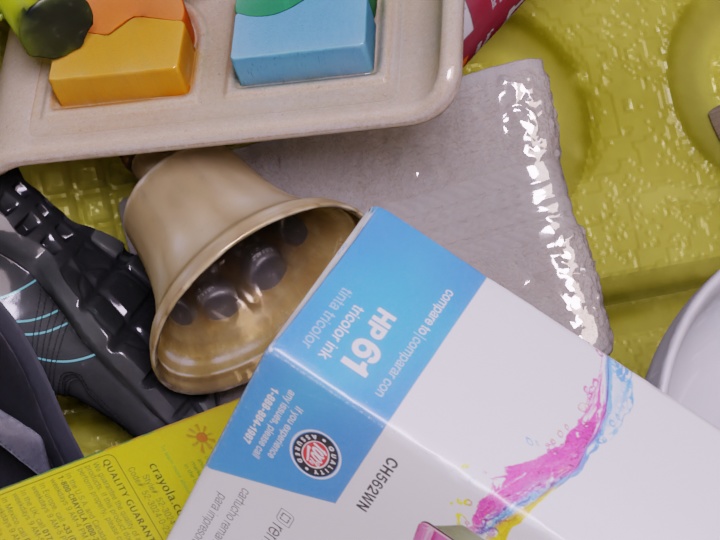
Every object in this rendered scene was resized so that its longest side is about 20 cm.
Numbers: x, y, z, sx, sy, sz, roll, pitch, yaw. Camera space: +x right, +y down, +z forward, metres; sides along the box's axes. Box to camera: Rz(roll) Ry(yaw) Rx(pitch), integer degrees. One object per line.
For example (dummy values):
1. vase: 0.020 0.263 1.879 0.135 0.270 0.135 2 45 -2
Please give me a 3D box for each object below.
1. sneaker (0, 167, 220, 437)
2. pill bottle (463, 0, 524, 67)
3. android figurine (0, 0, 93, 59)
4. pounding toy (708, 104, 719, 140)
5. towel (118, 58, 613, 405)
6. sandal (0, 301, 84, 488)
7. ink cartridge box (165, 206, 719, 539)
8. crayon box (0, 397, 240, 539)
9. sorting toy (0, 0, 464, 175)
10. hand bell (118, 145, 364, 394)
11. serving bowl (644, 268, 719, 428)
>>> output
1. sneaker: -0.143 0.009 0.858 0.200 0.075 0.079 45 112 -6
2. pill bottle: 0.041 -0.168 0.941 0.113 0.113 0.200 46 68 -9
3. android figurine: -0.135 -0.171 0.853 0.182 0.041 0.200 -28 52 -7
4. pounding toy: 0.275 -0.017 0.972 0.142 0.184 0.200 -26 91 -24
5. towel: 0.000 0.000 0.880 0.200 0.034 0.133 -16 86 17
6. sandal: -0.151 0.072 0.824 0.200 0.076 0.043 55 28 -13
7. ink cartridge box: 0.047 0.095 0.724 0.200 0.145 0.085 32 48 3
8. crayon box: -0.047 0.120 0.796 0.200 0.051 0.127 -19 64 -32
9. sorting toy: -0.054 -0.125 0.838 0.200 0.036 0.185 -8 51 15
10. hand bell: -0.092 -0.055 0.861 0.104 0.104 0.200 -25 59 -24
11. serving bowl: 0.191 0.088 0.837 0.200 0.066 0.200 9 67 -21
